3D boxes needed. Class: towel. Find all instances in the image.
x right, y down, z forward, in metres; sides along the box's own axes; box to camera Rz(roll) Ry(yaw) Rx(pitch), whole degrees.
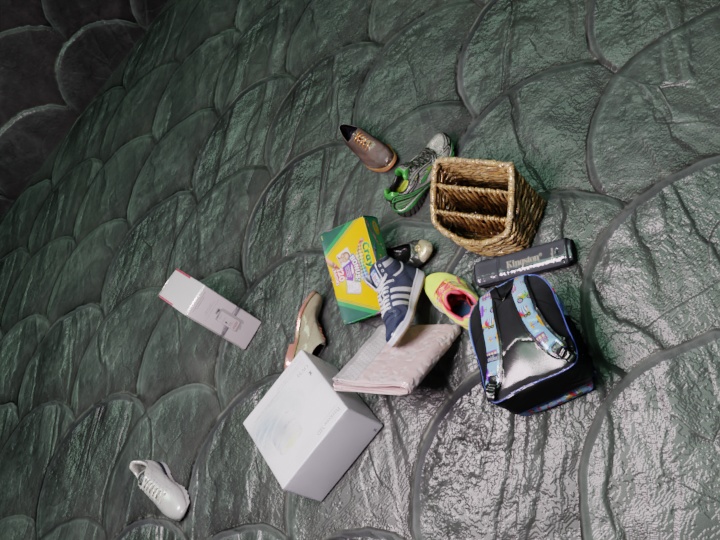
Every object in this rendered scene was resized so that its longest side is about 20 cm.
[{"bbox_3d":[0.067,0.162,1.435,0.190,0.032,0.200,-4,28,40],"label":"towel"}]

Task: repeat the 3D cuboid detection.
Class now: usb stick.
[{"bbox_3d":[0.299,-0.013,1.407,0.199,0.033,0.056,-16,58,34],"label":"usb stick"}]

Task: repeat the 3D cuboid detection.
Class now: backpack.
[{"bbox_3d":[0.279,0.118,1.273,0.182,0.134,0.201,-32,49,24],"label":"backpack"}]

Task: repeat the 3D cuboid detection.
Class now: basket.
[{"bbox_3d":[0.223,-0.119,1.454,0.199,0.149,0.143,15,76,44],"label":"basket"}]

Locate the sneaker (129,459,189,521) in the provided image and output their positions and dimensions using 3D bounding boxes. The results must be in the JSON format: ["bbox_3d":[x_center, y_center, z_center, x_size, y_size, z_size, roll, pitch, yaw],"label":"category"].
[{"bbox_3d":[-0.463,0.503,1.748,0.200,0.080,0.077,28,84,45],"label":"sneaker"}]

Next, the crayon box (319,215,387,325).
[{"bbox_3d":[0.000,0.000,1.591,0.118,0.058,0.201,-21,80,31],"label":"crayon box"}]

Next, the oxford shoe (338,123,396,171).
[{"bbox_3d":[0.011,-0.292,1.799,0.071,0.073,0.200,-54,43,2],"label":"oxford shoe"}]

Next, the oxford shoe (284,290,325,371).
[{"bbox_3d":[-0.105,0.141,1.667,0.073,0.071,0.201,7,68,17],"label":"oxford shoe"}]

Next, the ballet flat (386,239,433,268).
[{"bbox_3d":[0.065,-0.025,1.605,0.199,0.057,0.067,-15,55,35],"label":"ballet flat"}]

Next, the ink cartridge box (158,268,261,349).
[{"bbox_3d":[-0.355,0.093,1.807,0.146,0.200,0.083,23,78,46],"label":"ink cartridge box"}]

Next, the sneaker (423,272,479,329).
[{"bbox_3d":[0.178,0.051,1.436,0.078,0.090,0.200,-56,41,3],"label":"sneaker"}]

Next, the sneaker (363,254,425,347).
[{"bbox_3d":[0.052,0.053,1.468,0.070,0.108,0.201,-54,10,44],"label":"sneaker"}]

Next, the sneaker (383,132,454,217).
[{"bbox_3d":[0.128,-0.213,1.641,0.201,0.085,0.078,-55,43,0],"label":"sneaker"}]

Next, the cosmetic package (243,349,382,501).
[{"bbox_3d":[-0.098,0.305,1.509,0.200,0.123,0.200,-52,45,5],"label":"cosmetic package"}]
